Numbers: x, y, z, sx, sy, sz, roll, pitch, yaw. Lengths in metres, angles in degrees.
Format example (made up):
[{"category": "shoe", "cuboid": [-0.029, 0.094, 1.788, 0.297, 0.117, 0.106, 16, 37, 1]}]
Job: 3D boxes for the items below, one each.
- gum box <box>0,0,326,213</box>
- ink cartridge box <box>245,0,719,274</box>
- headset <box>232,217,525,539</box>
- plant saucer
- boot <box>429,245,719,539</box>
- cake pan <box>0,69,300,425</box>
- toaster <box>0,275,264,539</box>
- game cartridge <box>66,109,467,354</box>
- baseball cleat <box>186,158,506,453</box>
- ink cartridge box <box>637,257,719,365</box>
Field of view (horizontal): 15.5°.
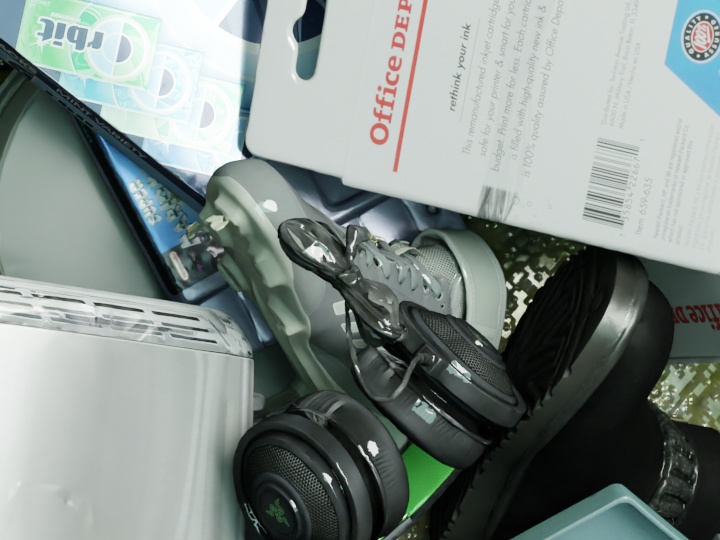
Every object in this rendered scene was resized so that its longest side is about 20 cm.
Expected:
[{"category": "gum box", "cuboid": [-0.066, -0.151, 1.088, 0.170, 0.045, 0.200, 38, 80, -9]}, {"category": "ink cartridge box", "cuboid": [0.064, -0.081, 1.050, 0.199, 0.067, 0.116, 15, 107, 14]}, {"category": "headset", "cuboid": [-0.001, 0.053, 1.029, 0.123, 0.200, 0.094, -40, 72, -18]}, {"category": "plant saucer", "cuboid": [0.050, 0.151, 1.125, 0.200, 0.019, 0.070, -32, 130, 23]}, {"category": "boot", "cuboid": [0.132, 0.076, 1.125, 0.157, 0.211, 0.080, 18, 57, -7]}, {"category": "cake pan", "cuboid": [-0.076, -0.022, 1.156, 0.199, 0.037, 0.201, 0, 89, -12]}, {"category": "toaster", "cuboid": [-0.132, 0.070, 1.054, 0.199, 0.114, 0.130, 9, 85, -29]}, {"category": "game cartridge", "cuboid": [-0.055, -0.072, 1.127, 0.129, 0.038, 0.200, -30, 95, -16]}, {"category": "baseball cleat", "cuboid": [0.000, 0.000, 1.079, 0.106, 0.200, 0.070, -38, 57, -11]}, {"category": "ink cartridge box", "cuboid": [0.146, -0.067, 1.149, 0.084, 0.146, 0.201, -26, 95, -13]}]
